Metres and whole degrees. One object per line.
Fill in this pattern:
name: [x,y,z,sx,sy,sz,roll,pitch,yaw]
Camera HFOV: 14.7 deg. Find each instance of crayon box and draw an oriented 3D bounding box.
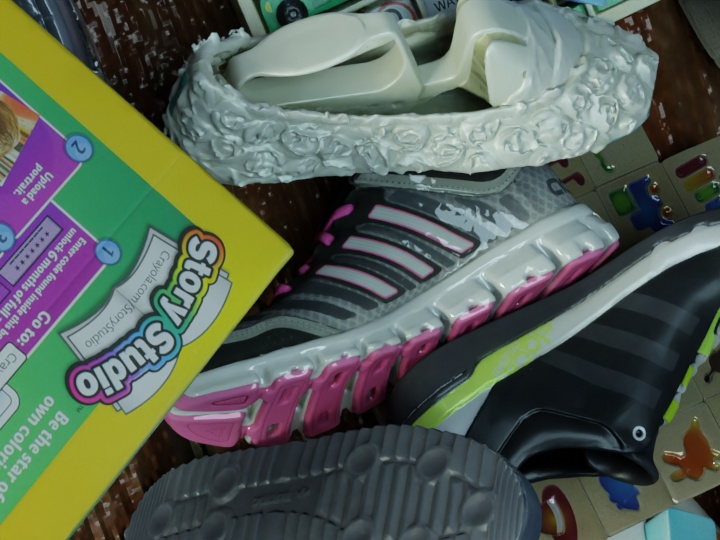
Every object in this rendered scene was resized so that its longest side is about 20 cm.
crayon box: [-0.147,0.013,0.959,0.172,0.058,0.200,42,58,-5]

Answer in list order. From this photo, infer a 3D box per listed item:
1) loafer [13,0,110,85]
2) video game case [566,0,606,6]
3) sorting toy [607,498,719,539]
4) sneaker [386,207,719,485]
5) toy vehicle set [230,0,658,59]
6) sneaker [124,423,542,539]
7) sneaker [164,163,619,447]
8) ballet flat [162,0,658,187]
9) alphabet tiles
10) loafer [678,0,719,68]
loafer: [-0.121,-0.042,1.071,0.071,0.063,0.201,-13,101,19]
video game case: [0.031,-0.207,1.028,0.199,0.045,0.183,11,97,-38]
sorting toy: [0.070,0.137,1.163,0.200,0.107,0.180,-39,90,-16]
sneaker: [0.104,0.046,1.111,0.199,0.072,0.083,-27,72,-11]
toy vehicle set: [0.041,-0.140,1.116,0.199,0.027,0.125,-26,101,-7]
sneaker: [0.003,0.107,1.068,0.082,0.199,0.071,40,60,-37]
sneaker: [0.000,0.000,1.101,0.199,0.074,0.088,-25,72,-18]
ballet flat: [0.023,-0.073,1.064,0.198,0.072,0.072,-9,100,-10]
alphabet tiles: [0.092,0.023,1.157,0.199,0.006,0.167,-24,80,-20]
loafer: [0.153,-0.179,1.169,0.063,0.072,0.201,-29,103,-29]
